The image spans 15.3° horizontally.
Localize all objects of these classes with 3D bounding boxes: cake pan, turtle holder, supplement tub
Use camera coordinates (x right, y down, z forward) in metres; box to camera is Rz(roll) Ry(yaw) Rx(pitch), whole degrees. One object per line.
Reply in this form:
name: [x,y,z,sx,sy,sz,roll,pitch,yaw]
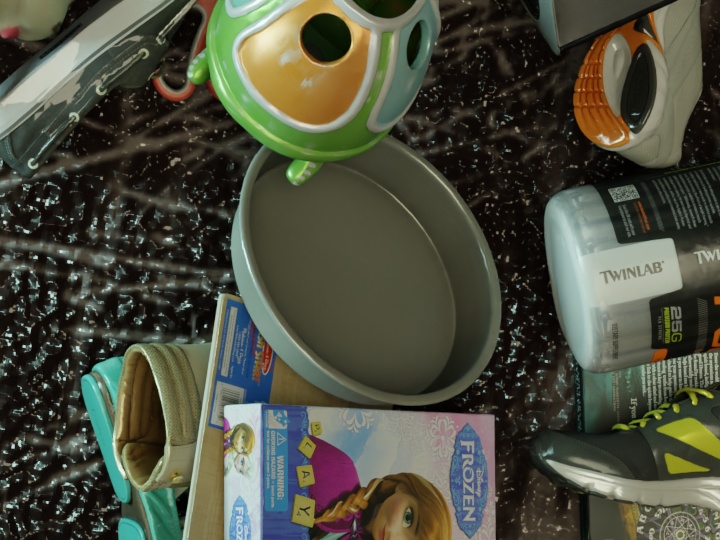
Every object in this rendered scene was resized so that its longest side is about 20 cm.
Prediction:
cake pan: [0.000,0.000,1.698,0.199,0.037,0.202,19,53,-28]
turtle holder: [-0.005,-0.153,1.669,0.185,0.132,0.142,-19,72,-38]
supplement tub: [0.227,-0.010,1.739,0.198,0.123,0.124,-12,97,-5]

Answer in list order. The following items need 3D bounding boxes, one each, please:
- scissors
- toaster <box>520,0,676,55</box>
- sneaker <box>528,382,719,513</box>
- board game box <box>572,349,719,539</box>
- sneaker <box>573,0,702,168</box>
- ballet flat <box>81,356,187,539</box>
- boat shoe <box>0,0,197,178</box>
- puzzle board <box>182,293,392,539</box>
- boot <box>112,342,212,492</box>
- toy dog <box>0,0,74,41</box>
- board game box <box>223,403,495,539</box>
scissors: [-0.081,-0.203,1.733,0.073,0.014,0.202,14,95,-7]
toaster: [0.164,-0.253,1.669,0.199,0.181,0.119,-24,138,-4]
sneaker: [0.205,0.113,1.753,0.198,0.074,0.085,7,88,-17]
board game box: [0.214,0.147,1.800,0.134,0.028,0.202,-3,96,-7]
sneaker: [0.193,-0.162,1.753,0.075,0.092,0.202,6,74,33]
ballet flat: [-0.128,0.152,1.740,0.070,0.067,0.202,-13,99,-19]
boat shoe: [-0.158,-0.138,1.709,0.200,0.069,0.057,-38,107,4]
puzzle board: [-0.047,0.129,1.679,0.150,0.017,0.202,18,73,-39]
boot: [-0.081,0.137,1.702,0.155,0.072,0.202,-7,94,-44]
toy dog: [-0.265,-0.197,1.665,0.198,0.140,0.195,5,59,-6]
board game box: [0.002,0.187,1.677,0.198,0.041,0.202,4,83,-41]
